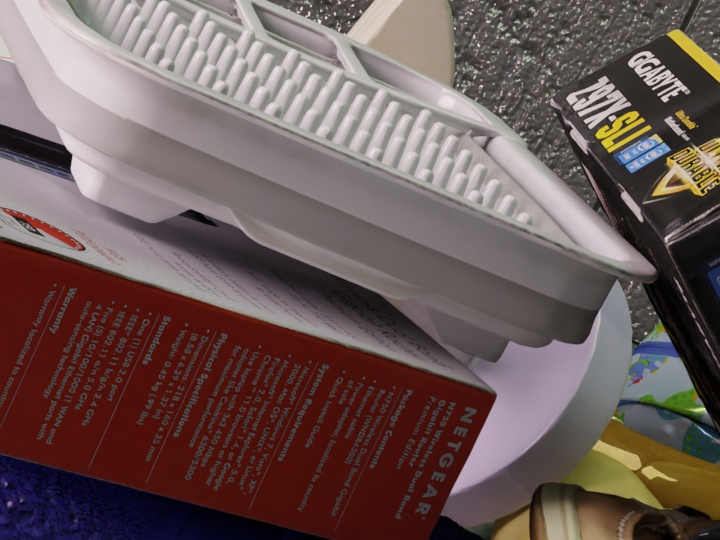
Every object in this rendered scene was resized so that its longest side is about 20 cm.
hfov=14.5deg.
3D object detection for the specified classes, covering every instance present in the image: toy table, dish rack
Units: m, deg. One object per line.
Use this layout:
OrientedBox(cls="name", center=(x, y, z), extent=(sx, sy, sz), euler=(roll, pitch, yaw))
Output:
OrientedBox(cls="toy table", center=(0.000, 0.000, 0.998), extent=(0.117, 0.184, 0.200), euler=(41, -16, -26))
OrientedBox(cls="dish rack", center=(-0.023, -0.037, 0.750), extent=(0.171, 0.044, 0.200), euler=(23, 10, -19))

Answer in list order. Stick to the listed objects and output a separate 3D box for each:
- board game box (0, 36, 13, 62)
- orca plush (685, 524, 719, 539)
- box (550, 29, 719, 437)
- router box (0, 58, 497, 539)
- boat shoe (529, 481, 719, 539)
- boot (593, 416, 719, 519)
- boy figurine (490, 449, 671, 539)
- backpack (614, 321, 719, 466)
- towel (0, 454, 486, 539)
OrientedBox(cls="board game box", center=(-0.171, -0.083, 1.011), extent=(0.199, 0.046, 0.152), euler=(10, 38, -14))
OrientedBox(cls="orca plush", center=(0.084, 0.094, 0.613), extent=(0.199, 0.072, 0.105), euler=(13, 12, -2))
OrientedBox(cls="box", center=(0.126, 0.044, 0.764), extent=(0.201, 0.049, 0.160), euler=(61, 3, -16))
OrientedBox(cls="router box", center=(-0.090, -0.009, 0.714), extent=(0.179, 0.049, 0.200), euler=(18, 13, -35))
OrientedBox(cls="boat shoe", center=(0.088, 0.093, 0.759), extent=(0.066, 0.075, 0.200), euler=(-6, -9, 12))
OrientedBox(cls="boot", center=(0.120, 0.096, 1.059), extent=(0.144, 0.071, 0.201), euler=(34, -10, -1))
OrientedBox(cls="boy figurine", center=(0.125, 0.121, 0.920), extent=(0.199, 0.065, 0.124), euler=(27, 4, 21))
OrientedBox(cls="backpack", center=(0.195, 0.093, 1.202), extent=(0.200, 0.154, 0.163), euler=(44, -7, 19))
OrientedBox(cls="towel", center=(-0.046, 0.058, 0.735), extent=(0.199, 0.050, 0.148), euler=(26, 3, 1))
